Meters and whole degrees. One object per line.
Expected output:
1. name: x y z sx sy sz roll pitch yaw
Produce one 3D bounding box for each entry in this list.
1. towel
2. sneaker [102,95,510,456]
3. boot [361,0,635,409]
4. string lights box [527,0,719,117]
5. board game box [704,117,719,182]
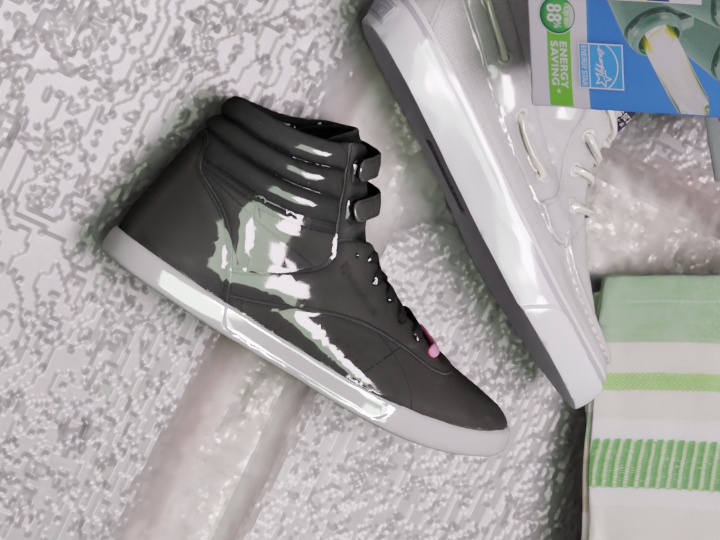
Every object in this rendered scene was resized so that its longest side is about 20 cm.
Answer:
1. towel: 0.165 0.102 1.300 0.023 0.152 0.201 16 77 -66
2. sneaker: 0.000 0.000 1.260 0.199 0.071 0.100 31 94 -20
3. boot: 0.084 -0.045 1.281 0.095 0.074 0.201 -29 109 -6
4. string lights box: 0.166 -0.114 1.170 0.059 0.199 0.103 -36 127 -57
5. board game box: 0.226 -0.135 1.288 0.199 0.064 0.148 -24 110 -39
